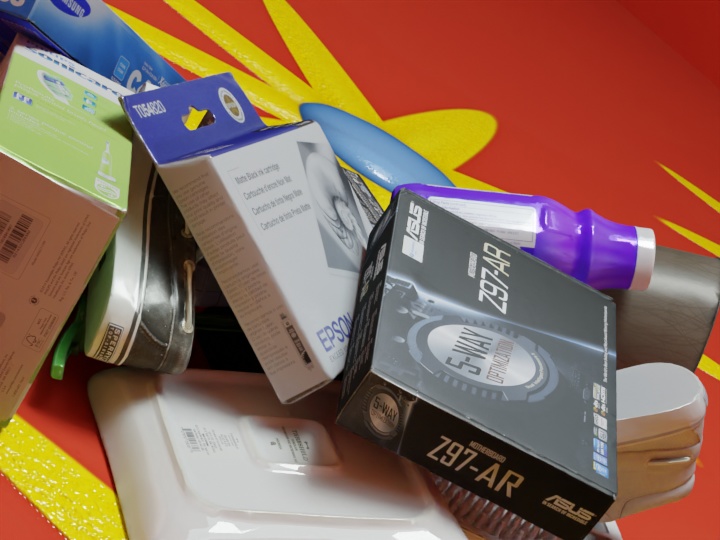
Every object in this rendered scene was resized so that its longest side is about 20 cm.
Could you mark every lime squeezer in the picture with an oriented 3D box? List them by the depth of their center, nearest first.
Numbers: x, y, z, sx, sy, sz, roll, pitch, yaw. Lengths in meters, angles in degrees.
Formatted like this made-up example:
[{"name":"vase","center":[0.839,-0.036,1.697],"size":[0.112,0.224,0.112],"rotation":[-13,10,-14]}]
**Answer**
[{"name":"lime squeezer","center":[-0.147,0.039,1.226],"size":[0.071,0.038,0.200],"rotation":[37,23,22]}]

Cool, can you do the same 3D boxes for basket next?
[{"name":"basket","center":[0.160,0.034,1.607],"size":[0.199,0.181,0.136],"rotation":[20,36,-5]}]

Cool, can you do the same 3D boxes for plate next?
[{"name":"plate","center":[-0.043,0.109,1.142],"size":[0.199,0.032,0.200],"rotation":[6,28,-20]}]

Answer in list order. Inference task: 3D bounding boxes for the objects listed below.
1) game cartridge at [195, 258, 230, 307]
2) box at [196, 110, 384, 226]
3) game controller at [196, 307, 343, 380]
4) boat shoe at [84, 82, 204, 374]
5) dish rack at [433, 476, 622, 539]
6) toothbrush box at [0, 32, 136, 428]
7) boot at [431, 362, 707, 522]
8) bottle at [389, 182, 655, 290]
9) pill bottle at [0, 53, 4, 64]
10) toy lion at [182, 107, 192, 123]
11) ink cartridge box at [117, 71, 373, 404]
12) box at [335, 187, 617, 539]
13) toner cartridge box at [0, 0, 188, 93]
[{"name":"game cartridge","center":[-0.147,-0.018,1.308],"size":[0.199,0.039,0.129],"rotation":[21,13,28]},{"name":"box","center":[-0.042,-0.043,1.623],"size":[0.161,0.049,0.200],"rotation":[24,19,-32]},{"name":"game controller","center":[-0.007,0.053,1.341],"size":[0.199,0.042,0.105],"rotation":[2,32,-18]},{"name":"boat shoe","center":[-0.121,-0.024,1.197],"size":[0.063,0.071,0.201],"rotation":[16,51,-18]},{"name":"dish rack","center":[0.080,0.153,1.313],"size":[0.199,0.044,0.172],"rotation":[27,19,-17]},{"name":"toothbrush box","center":[-0.197,-0.028,1.146],"size":[0.086,0.146,0.200],"rotation":[27,19,-14]},{"name":"boot","center":[0.121,0.123,1.272],"size":[0.199,0.096,0.074],"rotation":[-7,33,-7]},{"name":"bottle","center":[0.117,-0.018,1.503],"size":[0.199,0.084,0.066],"rotation":[6,58,-5]},{"name":"pill bottle","center":[-0.313,-0.112,1.221],"size":[0.199,0.115,0.114],"rotation":[13,26,-48]},{"name":"toy lion","center":[-0.170,-0.090,1.450],"size":[0.199,0.069,0.191],"rotation":[15,16,-45]},{"name":"ink cartridge box","center":[-0.049,-0.034,1.224],"size":[0.201,0.040,0.200],"rotation":[61,19,-1]},{"name":"box","center":[0.073,0.051,1.189],"size":[0.160,0.044,0.200],"rotation":[28,32,-10]},{"name":"toner cartridge box","center":[-0.190,-0.149,1.277],"size":[0.095,0.043,0.200],"rotation":[20,-9,23]}]
